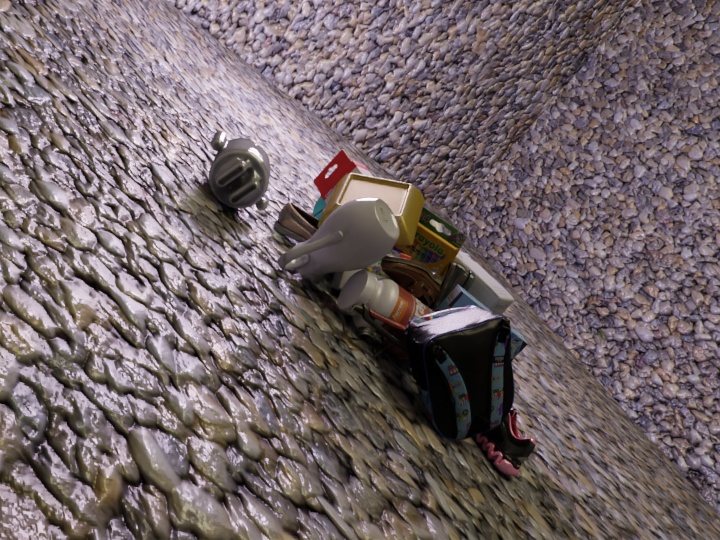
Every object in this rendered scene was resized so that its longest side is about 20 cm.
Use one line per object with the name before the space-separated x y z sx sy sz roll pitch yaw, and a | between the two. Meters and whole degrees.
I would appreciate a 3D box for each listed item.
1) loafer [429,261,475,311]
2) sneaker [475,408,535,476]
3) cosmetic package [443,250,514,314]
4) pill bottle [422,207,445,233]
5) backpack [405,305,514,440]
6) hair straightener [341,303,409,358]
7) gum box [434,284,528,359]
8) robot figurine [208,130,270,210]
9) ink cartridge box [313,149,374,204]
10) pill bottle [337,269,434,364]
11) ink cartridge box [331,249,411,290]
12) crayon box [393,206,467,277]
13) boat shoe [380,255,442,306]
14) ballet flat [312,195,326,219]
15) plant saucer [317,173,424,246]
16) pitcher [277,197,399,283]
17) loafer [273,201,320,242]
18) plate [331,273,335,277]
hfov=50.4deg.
loafer | 0.158 0.071 1.598 0.063 0.201 0.072 36 1 -11
sneaker | 0.244 0.277 1.410 0.200 0.096 0.079 48 15 30
cosmetic package | 0.208 0.080 1.711 0.165 0.200 0.164 46 13 18
pill bottle | 0.141 -0.071 1.759 0.112 0.112 0.200 48 -2 28
backpack | 0.174 0.179 1.325 0.134 0.180 0.203 -153 -130 -65
hair straightener | 0.043 0.121 1.347 0.199 0.078 0.041 29 -1 -30
gum box | 0.216 0.152 1.567 0.199 0.170 0.045 36 13 -24
robot figurine | -0.229 -0.188 1.466 0.171 0.112 0.200 59 6 -21
ink cartridge box | -0.011 -0.166 1.761 0.201 0.116 0.067 56 22 23
pill bottle | 0.058 0.087 1.431 0.199 0.112 0.112 36 14 -25
ink cartridge box | 0.050 0.013 1.533 0.198 0.110 0.050 19 -7 -20
crayon box | 0.122 -0.021 1.627 0.125 0.201 0.052 34 10 14
boat shoe | 0.100 0.024 1.480 0.071 0.069 0.199 11 -8 38
ballet flat | -0.080 -0.120 1.819 0.064 0.075 0.201 47 19 -20
plant saucer | 0.028 -0.139 1.587 0.197 0.049 0.201 11 35 7
pitcher | -0.041 -0.050 1.388 0.171 0.198 0.123 -10 74 -64
loafer | -0.078 -0.077 1.578 0.198 0.063 0.072 23 19 -16
plate | -0.021 0.013 1.638 0.200 0.026 0.200 40 12 -10
